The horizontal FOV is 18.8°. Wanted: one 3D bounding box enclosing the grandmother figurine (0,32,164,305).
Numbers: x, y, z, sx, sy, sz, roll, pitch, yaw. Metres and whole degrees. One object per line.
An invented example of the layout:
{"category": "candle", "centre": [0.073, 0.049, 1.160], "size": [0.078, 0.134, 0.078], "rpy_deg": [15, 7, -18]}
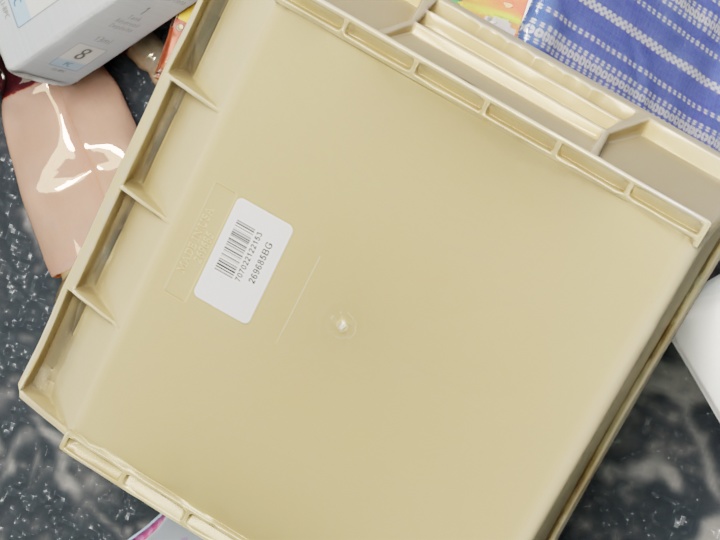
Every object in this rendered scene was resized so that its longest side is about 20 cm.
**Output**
{"category": "grandmother figurine", "centre": [-0.144, -0.085, 1.004], "size": [0.121, 0.061, 0.200], "rpy_deg": [-16, 81, -13]}

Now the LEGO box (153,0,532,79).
{"category": "LEGO box", "centre": [0.030, -0.126, 0.945], "size": [0.200, 0.077, 0.149], "rpy_deg": [17, 94, 14]}

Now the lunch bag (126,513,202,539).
{"category": "lunch bag", "centre": [-0.008, 0.165, 0.901], "size": [0.170, 0.127, 0.200], "rpy_deg": [-36, 76, -19]}

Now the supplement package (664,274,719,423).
{"category": "supplement package", "centre": [0.253, 0.054, 0.847], "size": [0.191, 0.147, 0.200], "rpy_deg": [-31, 82, 12]}

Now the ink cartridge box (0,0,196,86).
{"category": "ink cartridge box", "centre": [-0.091, -0.196, 0.922], "size": [0.200, 0.047, 0.160], "rpy_deg": [-31, 68, 27]}

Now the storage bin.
{"category": "storage bin", "centre": [0.006, 0.011, 0.793], "size": [0.198, 0.094, 0.200], "rpy_deg": [31, 110, 9]}

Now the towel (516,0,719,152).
{"category": "towel", "centre": [0.125, -0.105, 0.881], "size": [0.024, 0.145, 0.200], "rpy_deg": [18, 86, 45]}
